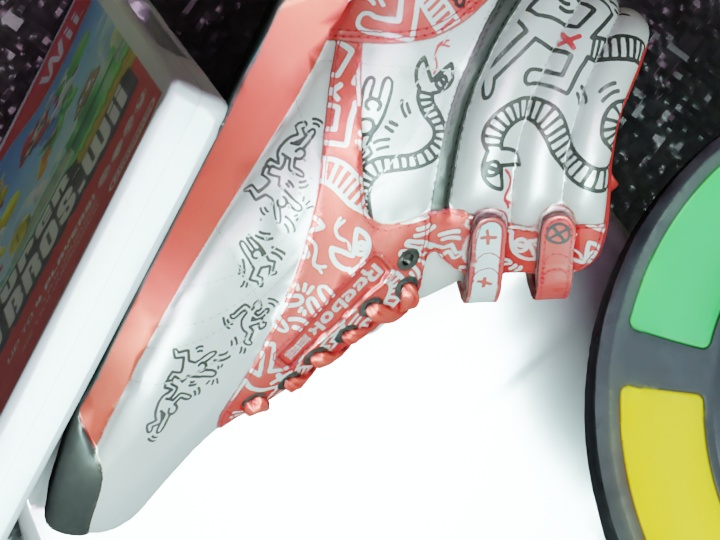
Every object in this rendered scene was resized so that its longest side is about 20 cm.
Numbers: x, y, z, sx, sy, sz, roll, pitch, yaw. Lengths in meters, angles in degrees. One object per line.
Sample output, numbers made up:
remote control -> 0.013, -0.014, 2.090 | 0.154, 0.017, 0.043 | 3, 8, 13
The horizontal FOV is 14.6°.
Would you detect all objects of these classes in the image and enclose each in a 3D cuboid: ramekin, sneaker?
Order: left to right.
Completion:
ramekin -> -0.004, 0.043, 0.844 | 0.202, 0.094, 0.203 | -1, 102, -5
sneaker -> 0.000, 0.000, 0.754 | 0.108, 0.067, 0.201 | 26, 94, -6

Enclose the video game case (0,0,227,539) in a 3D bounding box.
video game case -> -0.089, -0.004, 0.772 | 0.017, 0.200, 0.143 | 26, 98, -16

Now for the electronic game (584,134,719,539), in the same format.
electronic game -> 0.156, 0.043, 0.747 | 0.200, 0.042, 0.200 | 3, 74, -11
